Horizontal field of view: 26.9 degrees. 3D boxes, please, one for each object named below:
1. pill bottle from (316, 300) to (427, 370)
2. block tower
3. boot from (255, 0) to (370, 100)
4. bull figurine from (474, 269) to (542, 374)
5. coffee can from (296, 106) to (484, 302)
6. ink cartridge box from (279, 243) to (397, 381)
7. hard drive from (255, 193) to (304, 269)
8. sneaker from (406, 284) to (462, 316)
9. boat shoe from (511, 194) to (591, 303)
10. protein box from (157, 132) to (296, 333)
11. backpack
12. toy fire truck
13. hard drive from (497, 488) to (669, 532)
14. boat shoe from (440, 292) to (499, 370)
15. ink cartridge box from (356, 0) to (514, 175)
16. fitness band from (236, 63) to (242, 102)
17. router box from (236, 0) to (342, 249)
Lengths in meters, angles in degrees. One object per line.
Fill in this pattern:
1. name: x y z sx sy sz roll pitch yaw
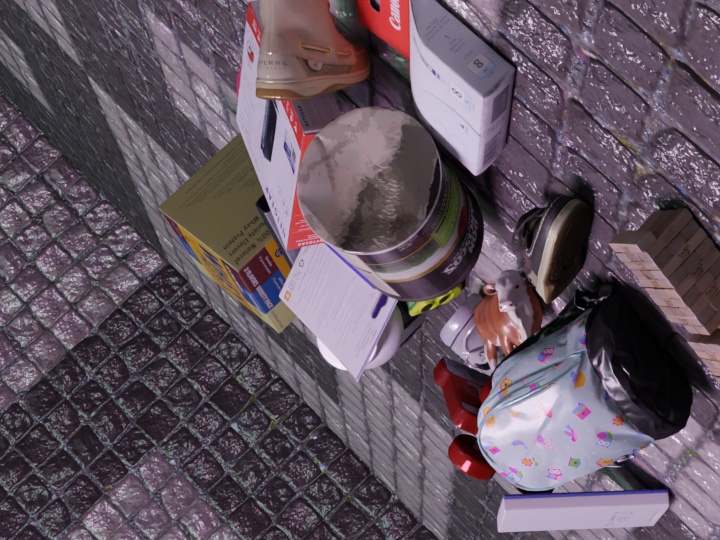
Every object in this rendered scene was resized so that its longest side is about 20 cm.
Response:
1. pill bottle: 0.012 0.062 1.946 0.111 0.111 0.200 46 -158 3
2. block tower: 0.295 0.035 1.253 0.200 0.058 0.054 49 167 -12
3. boot: -0.046 -0.254 1.449 0.072 0.200 0.158 5 107 25
4. bull figurine: 0.171 0.064 1.691 0.200 0.064 0.123 123 137 -85
5. coffee can: 0.034 -0.062 1.516 0.146 0.147 0.200 42 -179 22
6. ink cartridge box: 0.000 0.000 1.787 0.043 0.200 0.200 13 -159 -39
7. hard drive: -0.043 -0.063 1.883 0.033 0.139 0.201 38 165 37
8. sneaker: 0.080 -0.004 1.850 0.200 0.073 0.084 85 162 -70
9. boat shoe: 0.174 -0.026 1.432 0.066 0.072 0.201 38 170 16
10. protein box: -0.121 -0.066 2.001 0.199 0.198 0.135 35 163 42
11. backpack: 0.207 0.128 1.494 0.199 0.127 0.168 -29 104 34
12. toy fire truck: 0.193 0.187 1.901 0.198 0.113 0.168 22 -158 -16
13. hard drive: 0.272 0.298 1.864 0.132 0.197 0.026 85 -178 -70
14. boat shoe: 0.148 0.080 1.864 0.067 0.074 0.200 39 179 12
15. ink cartridge box: 0.053 -0.195 1.381 0.200 0.047 0.160 42 167 16
16. fitness band: -0.092 -0.195 1.759 0.145 0.037 0.200 64 155 12
17. router box: -0.077 -0.157 1.611 0.181 0.048 0.201 102 152 -49
